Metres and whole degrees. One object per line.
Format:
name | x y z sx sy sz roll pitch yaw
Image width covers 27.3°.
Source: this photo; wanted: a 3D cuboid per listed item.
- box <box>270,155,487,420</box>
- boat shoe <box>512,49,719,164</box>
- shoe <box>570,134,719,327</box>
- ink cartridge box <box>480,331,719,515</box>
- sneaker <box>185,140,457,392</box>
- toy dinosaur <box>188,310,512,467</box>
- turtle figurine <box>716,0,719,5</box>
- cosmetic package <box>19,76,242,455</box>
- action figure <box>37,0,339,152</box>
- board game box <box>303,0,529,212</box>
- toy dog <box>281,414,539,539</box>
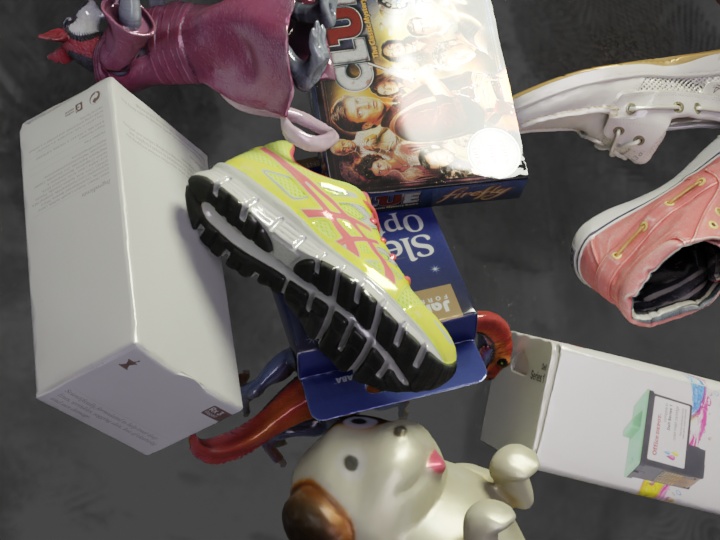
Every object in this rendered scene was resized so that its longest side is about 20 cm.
box | 0.000 0.000 0.973 0.120 0.033 0.201 -12 51 -11
boat shoe | 0.194 -0.110 1.051 0.197 0.071 0.070 -11 90 -12
shoe | 0.250 -0.032 1.036 0.199 0.091 0.072 -29 122 -4
ink cartridge box | 0.195 0.107 1.006 0.198 0.145 0.085 15 89 -9
sneaker | -0.009 -0.011 0.904 0.200 0.078 0.090 43 53 10
toy dinosaur | 0.009 0.078 0.980 0.180 0.200 0.106 -18 109 21
turtle figurine | 0.328 -0.248 1.002 0.197 0.194 0.146 -5 103 10
cosmetic package | -0.143 -0.003 0.916 0.080 0.113 0.202 -24 53 21
action figure | -0.111 -0.144 0.965 0.197 0.134 0.151 -7 97 12
board game box | 0.029 -0.140 1.008 0.134 0.035 0.202 -7 70 -9
toy dog | 0.043 0.174 0.926 0.201 0.193 0.140 50 45 -12
